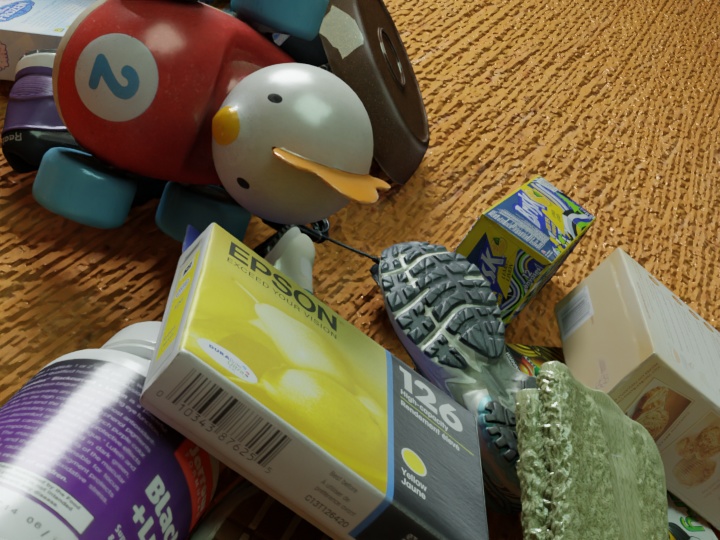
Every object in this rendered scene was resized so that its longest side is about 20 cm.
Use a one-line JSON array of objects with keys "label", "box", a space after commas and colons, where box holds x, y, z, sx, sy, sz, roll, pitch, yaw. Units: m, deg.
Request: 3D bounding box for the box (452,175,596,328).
[{"label": "box", "box": [0.124, -0.017, 1.020, 0.064, 0.070, 0.200, 38, 21, 9]}]

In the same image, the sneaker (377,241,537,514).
[{"label": "sneaker", "box": [0.061, 0.073, 0.864, 0.077, 0.086, 0.200, -16, 63, -30]}]

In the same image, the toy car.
[{"label": "toy car", "box": [-0.069, -0.087, 0.779, 0.177, 0.185, 0.200, 12, 13, -43]}]

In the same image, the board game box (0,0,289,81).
[{"label": "board game box", "box": [-0.163, -0.187, 0.988, 0.199, 0.041, 0.200, 9, 30, 14]}]

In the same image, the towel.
[{"label": "towel", "box": [0.141, 0.164, 0.761, 0.148, 0.036, 0.200, 30, 53, -44]}]

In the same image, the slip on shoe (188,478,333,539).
[{"label": "slip on shoe", "box": [-0.046, 0.139, 0.713, 0.076, 0.061, 0.200, 50, 35, -8]}]

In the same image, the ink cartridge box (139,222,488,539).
[{"label": "ink cartridge box", "box": [-0.017, 0.061, 0.707, 0.198, 0.047, 0.200, 37, 23, -17]}]

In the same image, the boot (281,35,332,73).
[{"label": "boot", "box": [-0.048, -0.201, 1.161, 0.154, 0.073, 0.204, 53, 20, 6]}]

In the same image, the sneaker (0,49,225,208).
[{"label": "sneaker", "box": [-0.155, -0.068, 0.908, 0.200, 0.076, 0.088, 23, 63, -30]}]

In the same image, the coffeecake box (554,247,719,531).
[{"label": "coffeecake box", "box": [0.240, 0.098, 0.939, 0.200, 0.073, 0.154, 38, 22, -16]}]

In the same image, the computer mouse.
[{"label": "computer mouse", "box": [0.000, 0.000, 0.946, 0.200, 0.034, 0.059, 30, 22, -13]}]

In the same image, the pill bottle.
[{"label": "pill bottle", "box": [-0.135, 0.107, 0.631, 0.111, 0.112, 0.200, 33, 33, 1]}]

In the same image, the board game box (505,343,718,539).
[{"label": "board game box", "box": [0.158, 0.134, 0.912, 0.126, 0.035, 0.200, 6, 41, -36]}]

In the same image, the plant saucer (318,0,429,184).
[{"label": "plant saucer", "box": [0.013, -0.170, 1.088, 0.200, 0.034, 0.201, -21, 90, -77]}]

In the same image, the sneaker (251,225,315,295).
[{"label": "sneaker", "box": [-0.060, 0.046, 0.835, 0.093, 0.070, 0.200, 52, 25, -12]}]
